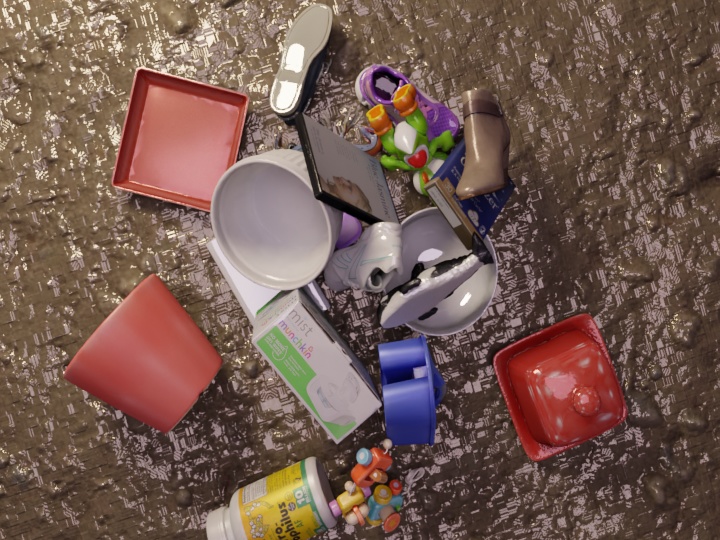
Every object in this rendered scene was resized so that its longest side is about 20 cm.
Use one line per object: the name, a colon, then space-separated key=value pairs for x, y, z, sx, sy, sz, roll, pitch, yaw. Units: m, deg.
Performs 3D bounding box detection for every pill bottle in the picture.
pill bottle: x=-0.143 y=0.394 z=0.968 sx=0.195 sy=0.113 sz=0.116 roll=-23 pitch=90 yaw=-2

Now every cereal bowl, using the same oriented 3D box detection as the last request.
cereal bowl: x=0.126 y=0.002 z=0.991 sx=0.193 sy=0.083 sz=0.208 roll=0 pitch=90 yaw=-1

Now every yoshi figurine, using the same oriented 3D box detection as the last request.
yoshi figurine: x=0.096 y=-0.194 z=0.971 sx=0.112 sy=0.111 sz=0.202 roll=-47 pitch=116 yaw=-22

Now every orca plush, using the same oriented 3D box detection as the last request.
orca plush: x=0.100 y=0.006 z=0.913 sx=0.200 sy=0.104 sz=0.072 roll=-44 pitch=50 yaw=21

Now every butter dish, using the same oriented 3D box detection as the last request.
butter dish: x=0.341 y=0.198 z=0.964 sx=0.195 sy=0.148 sz=0.205 roll=-22 pitch=90 yaw=-1

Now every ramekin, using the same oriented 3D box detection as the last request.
ramekin: x=-0.118 y=-0.084 z=0.904 sx=0.194 sy=0.105 sz=0.206 roll=8 pitch=118 yaw=15

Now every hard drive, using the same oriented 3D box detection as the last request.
hard drive: x=-0.155 y=0.009 z=1.012 sx=0.130 sy=0.025 sz=0.203 roll=-31 pitch=91 yaw=-1

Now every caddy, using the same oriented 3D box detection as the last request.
caddy: x=0.084 y=0.191 z=0.937 sx=0.101 sy=0.202 sz=0.145 roll=-5 pitch=56 yaw=1

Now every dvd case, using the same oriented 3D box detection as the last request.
dvd case: x=-0.014 y=-0.139 z=0.897 sx=0.017 sy=0.198 sz=0.146 roll=-31 pitch=60 yaw=28

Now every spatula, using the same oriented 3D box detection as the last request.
spatula: x=-0.067 y=-0.132 z=1.017 sx=0.056 sy=0.021 sz=0.203 roll=-33 pitch=90 yaw=0

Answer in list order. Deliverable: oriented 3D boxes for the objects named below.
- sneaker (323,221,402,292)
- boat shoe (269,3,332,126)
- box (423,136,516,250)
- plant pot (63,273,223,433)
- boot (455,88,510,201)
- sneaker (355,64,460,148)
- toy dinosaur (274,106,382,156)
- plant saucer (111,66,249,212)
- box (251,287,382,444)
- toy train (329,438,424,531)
sneaker: x=0.000 y=0.000 z=0.937 sx=0.069 sy=0.199 sz=0.083 roll=5 pitch=65 yaw=-31
boat shoe: x=-0.091 y=-0.341 z=0.995 sx=0.073 sy=0.062 sz=0.206 roll=13 pitch=81 yaw=14
box: x=0.184 y=-0.142 z=0.952 sx=0.122 sy=0.032 sz=0.201 roll=50 pitch=49 yaw=-14
plant pot: x=-0.324 y=0.140 z=0.934 sx=0.177 sy=0.200 sz=0.201 roll=42 pitch=89 yaw=-9
boot: x=0.174 y=-0.188 z=0.876 sx=0.068 sy=0.199 sz=0.151 roll=-8 pitch=99 yaw=28
sneaker: x=0.079 y=-0.275 z=0.989 sx=0.197 sy=0.088 sz=0.082 roll=31 pitch=88 yaw=-2
toy dinosaur: x=-0.053 y=-0.192 z=0.996 sx=0.176 sy=0.106 sz=0.205 roll=5 pitch=121 yaw=-21
plant saucer: x=-0.298 y=-0.214 z=1.004 sx=0.194 sy=0.037 sz=0.206 roll=13 pitch=89 yaw=-2
box: x=-0.068 y=0.131 z=0.922 sx=0.096 sy=0.177 sz=0.202 roll=-38 pitch=103 yaw=0
toy train: x=0.036 y=0.350 z=0.939 sx=0.150 sy=0.199 sz=0.056 roll=-45 pitch=48 yaw=5
